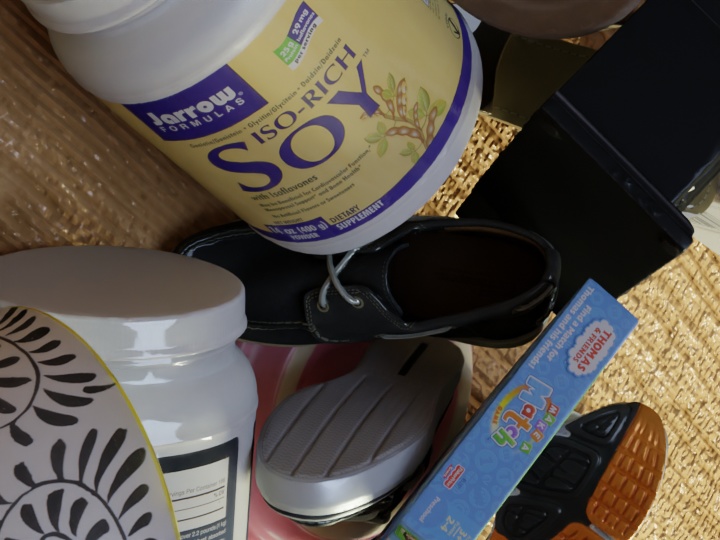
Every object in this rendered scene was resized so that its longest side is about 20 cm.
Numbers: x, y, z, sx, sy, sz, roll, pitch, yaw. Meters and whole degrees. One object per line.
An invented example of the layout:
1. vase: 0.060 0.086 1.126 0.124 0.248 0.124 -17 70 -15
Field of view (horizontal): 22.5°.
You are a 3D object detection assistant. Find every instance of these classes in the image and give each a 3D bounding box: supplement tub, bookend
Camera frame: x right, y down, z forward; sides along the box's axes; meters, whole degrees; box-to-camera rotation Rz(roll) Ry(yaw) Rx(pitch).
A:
1. supplement tub: -0.119 0.101 0.821 0.140 0.140 0.202 -9 109 -42
2. supplement tub: -0.050 -0.114 0.814 0.200 0.145 0.146 40 75 -44
3. bookend: 0.161 -0.087 0.904 0.092 0.199 0.200 44 75 3

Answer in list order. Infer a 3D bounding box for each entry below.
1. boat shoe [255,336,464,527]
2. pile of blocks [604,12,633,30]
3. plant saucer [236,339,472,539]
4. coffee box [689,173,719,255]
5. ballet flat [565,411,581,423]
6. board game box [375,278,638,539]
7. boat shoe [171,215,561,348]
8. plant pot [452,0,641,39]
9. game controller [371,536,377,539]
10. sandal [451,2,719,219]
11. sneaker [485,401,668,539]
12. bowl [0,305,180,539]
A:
1. boat shoe: 0.005 0.090 0.878 0.200 0.071 0.072 -32 135 -63
2. pile of blocks: 0.155 -0.206 1.049 0.200 0.062 0.082 -43 110 -31
3. plant saucer: -0.007 0.067 0.983 0.199 0.051 0.203 -17 115 -40
4. coffee box: 0.303 -0.099 1.121 0.199 0.199 0.199 26 85 -45
5. ballet flat: 0.100 0.115 1.102 0.199 0.067 0.064 6 65 -48
6. board game box: 0.057 0.101 0.907 0.152 0.037 0.200 -50 175 -22
7. boat shoe: 0.000 0.000 0.892 0.068 0.198 0.073 97 -5 -78
8. plant pot: 0.097 -0.206 0.854 0.201 0.199 0.176 57 39 -39
9. game controller: -0.008 0.216 1.048 0.199 0.042 0.105 -27 107 -36
10. sandal: 0.107 -0.094 1.035 0.210 0.070 0.078 24 84 -23
11. sneaker: 0.108 0.147 1.030 0.201 0.076 0.092 -55 172 22
12. bowl: -0.160 0.121 0.693 0.094 0.200 0.203 -10 110 -40
